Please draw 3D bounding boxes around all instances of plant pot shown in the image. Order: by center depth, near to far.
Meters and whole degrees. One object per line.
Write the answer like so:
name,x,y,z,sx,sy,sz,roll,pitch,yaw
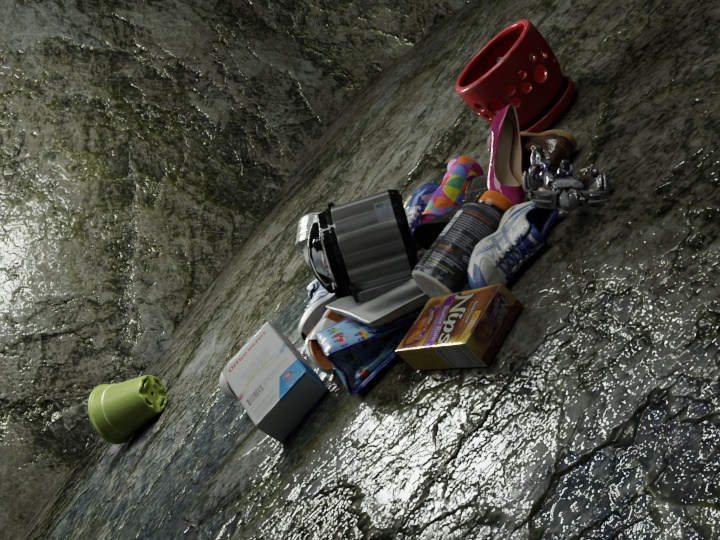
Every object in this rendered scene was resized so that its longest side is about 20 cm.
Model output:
plant pot,0.324,-0.379,1.659,0.200,0.182,0.201,-43,16,15
plant pot,-0.719,0.421,2.554,0.189,0.201,0.201,-26,23,22

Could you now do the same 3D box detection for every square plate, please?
square plate,0.060,0.049,1.479,0.199,0.029,0.198,-24,15,-21

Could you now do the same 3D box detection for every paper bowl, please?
paper bowl,-0.051,-0.053,1.863,0.200,0.199,0.105,-22,56,57

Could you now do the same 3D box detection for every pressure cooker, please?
pressure cooker,0.000,-0.047,1.496,0.198,0.180,0.176,-17,17,2

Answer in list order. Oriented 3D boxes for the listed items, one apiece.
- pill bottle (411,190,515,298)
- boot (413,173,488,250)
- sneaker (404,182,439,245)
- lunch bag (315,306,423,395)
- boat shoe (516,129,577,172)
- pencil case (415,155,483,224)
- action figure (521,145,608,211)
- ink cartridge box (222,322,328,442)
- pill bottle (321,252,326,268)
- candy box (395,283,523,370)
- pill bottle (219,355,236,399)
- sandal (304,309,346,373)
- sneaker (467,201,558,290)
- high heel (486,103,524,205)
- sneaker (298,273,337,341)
pill bottle,0.184,-0.040,1.367,0.200,0.106,0.106,-51,16,-13
boot,0.206,-0.119,1.548,0.199,0.070,0.175,-14,30,25
sneaker,0.117,-0.096,1.734,0.201,0.075,0.088,-54,24,7
lunch bag,0.032,0.118,1.468,0.199,0.094,0.151,-32,14,-5
boat shoe,0.315,-0.216,1.501,0.070,0.070,0.200,-50,16,-12
pencil case,0.186,-0.147,1.663,0.088,0.088,0.201,-27,25,51
action figure,0.312,-0.138,1.260,0.200,0.129,0.070,-86,7,-70
ink cartridge box,-0.173,0.218,1.611,0.145,0.085,0.200,-47,40,0
pill bottle,0.000,0.000,1.689,0.112,0.112,0.200,-46,37,5
candy box,0.148,0.091,1.246,0.117,0.056,0.200,-54,18,-24
pill bottle,-0.238,0.233,1.817,0.200,0.111,0.111,-28,25,50
sandal,-0.054,0.123,1.655,0.059,0.079,0.207,-41,15,32
sneaker,0.241,-0.041,1.276,0.201,0.075,0.088,-56,18,-25
high heel,0.271,-0.199,1.454,0.096,0.067,0.201,110,165,-57
sneaker,-0.091,0.082,1.823,0.200,0.081,0.146,-50,22,-22
